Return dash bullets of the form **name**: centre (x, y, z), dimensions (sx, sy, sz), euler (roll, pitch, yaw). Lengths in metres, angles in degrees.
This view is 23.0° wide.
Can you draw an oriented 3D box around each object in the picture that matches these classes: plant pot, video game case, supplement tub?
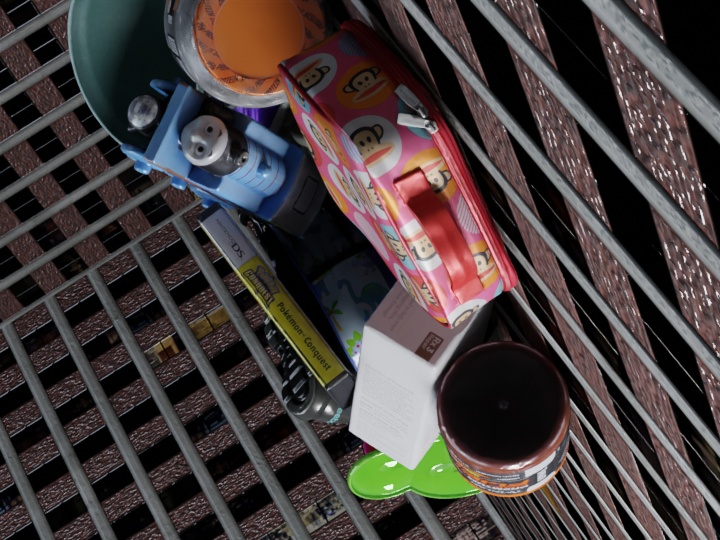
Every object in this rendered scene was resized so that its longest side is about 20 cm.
- **plant pot**: centre (-0.187, -0.231, 1.830), dimensions (0.200, 0.134, 0.200), euler (22, 123, 38)
- **video game case**: centre (-0.063, 0.037, 1.516), dimensions (0.181, 0.025, 0.200), euler (52, 177, 11)
- **supplement tub**: centre (0.120, 0.128, 1.455), dimensions (0.107, 0.107, 0.200), euler (57, 177, 17)
- **supplement tub**: centre (-0.088, -0.192, 1.384), dimensions (0.123, 0.123, 0.200), euler (58, 176, -14)

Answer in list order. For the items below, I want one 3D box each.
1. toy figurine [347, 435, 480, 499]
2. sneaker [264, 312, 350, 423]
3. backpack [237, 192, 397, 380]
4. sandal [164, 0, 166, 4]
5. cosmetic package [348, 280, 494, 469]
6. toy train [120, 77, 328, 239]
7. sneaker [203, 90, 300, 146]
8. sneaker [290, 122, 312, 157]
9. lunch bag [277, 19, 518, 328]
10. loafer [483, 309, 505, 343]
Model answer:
- **toy figurine**: centre (0.063, 0.120, 1.789), dimensions (0.150, 0.200, 0.184), euler (80, 174, -50)
- **sneaker**: centre (-0.044, 0.076, 1.769), dimensions (0.079, 0.075, 0.200), euler (18, -138, -30)
- **backpack**: centre (0.000, 0.000, 1.658), dimensions (0.200, 0.147, 0.183), euler (60, 180, 10)
- **sandal**: centre (-0.167, -0.328, 1.699), dimensions (0.048, 0.075, 0.201), euler (-11, 98, 46)
- **cosmetic package**: centre (0.049, 0.073, 1.463), dimensions (0.074, 0.102, 0.200), euler (30, 151, 14)
- **toy train**: centre (-0.109, -0.094, 1.460), dimensions (0.114, 0.087, 0.200), euler (22, 176, 30)
- **sneaker**: centre (-0.095, -0.153, 1.582), dimensions (0.100, 0.070, 0.200), euler (40, 143, 8)
- **sneaker**: centre (0.007, -0.078, 1.429), dimensions (0.106, 0.075, 0.200), euler (62, 175, -20)
- **lunch bag**: centre (0.030, -0.059, 1.210), dimensions (0.176, 0.082, 0.200), euler (53, 174, 49)
- **loafer**: centre (0.089, 0.057, 1.558), dimensions (0.200, 0.070, 0.070), euler (61, -176, -36)
